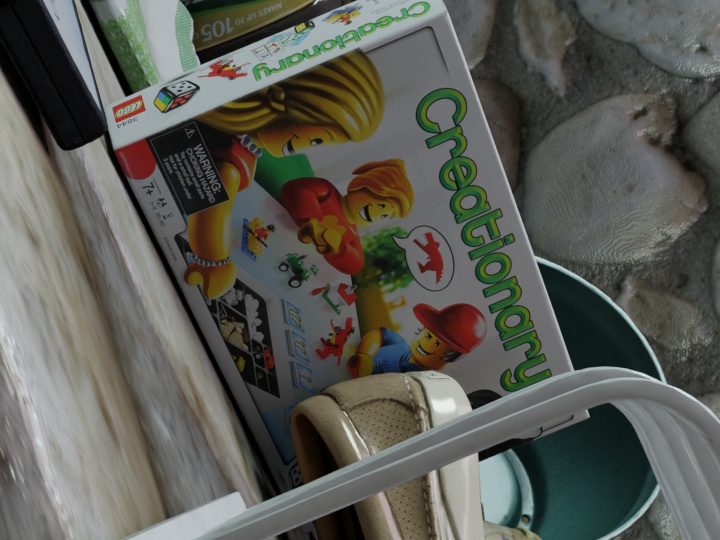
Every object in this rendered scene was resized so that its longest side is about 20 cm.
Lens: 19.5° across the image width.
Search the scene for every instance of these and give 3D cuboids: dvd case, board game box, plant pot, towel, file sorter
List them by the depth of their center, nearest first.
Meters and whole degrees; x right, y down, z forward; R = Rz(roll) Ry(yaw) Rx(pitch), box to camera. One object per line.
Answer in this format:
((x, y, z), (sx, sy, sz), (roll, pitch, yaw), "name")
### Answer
((0.032, 0.099, 0.460), (0.200, 0.124, 0.139), (48, 20, -86), "file sorter")
((-0.121, -0.145, 0.562), (0.143, 0.017, 0.200), (-112, 179, -46), "dvd case")
((0.000, 0.000, 0.789), (0.035, 0.126, 0.200), (-112, 179, -54), "board game box")
((-0.110, -0.149, 0.896), (0.149, 0.031, 0.200), (-112, 179, -53), "towel")
((0.072, 0.107, 1.266), (0.134, 0.200, 0.201), (116, -42, -54), "plant pot")

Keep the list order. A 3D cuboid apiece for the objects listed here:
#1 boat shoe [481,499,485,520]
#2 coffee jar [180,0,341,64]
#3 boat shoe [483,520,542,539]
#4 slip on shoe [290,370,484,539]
((0.008, 0.071, 0.898), (0.063, 0.072, 0.201), (-60, 133, -68), "boat shoe")
((-0.082, -0.187, 1.053), (0.085, 0.104, 0.200), (-113, 180, -64), "coffee jar")
((0.072, 0.169, 0.796), (0.200, 0.062, 0.073), (-112, -145, -43), "boat shoe")
((0.016, 0.137, 0.765), (0.076, 0.060, 0.201), (-15, -101, 63), "slip on shoe")
